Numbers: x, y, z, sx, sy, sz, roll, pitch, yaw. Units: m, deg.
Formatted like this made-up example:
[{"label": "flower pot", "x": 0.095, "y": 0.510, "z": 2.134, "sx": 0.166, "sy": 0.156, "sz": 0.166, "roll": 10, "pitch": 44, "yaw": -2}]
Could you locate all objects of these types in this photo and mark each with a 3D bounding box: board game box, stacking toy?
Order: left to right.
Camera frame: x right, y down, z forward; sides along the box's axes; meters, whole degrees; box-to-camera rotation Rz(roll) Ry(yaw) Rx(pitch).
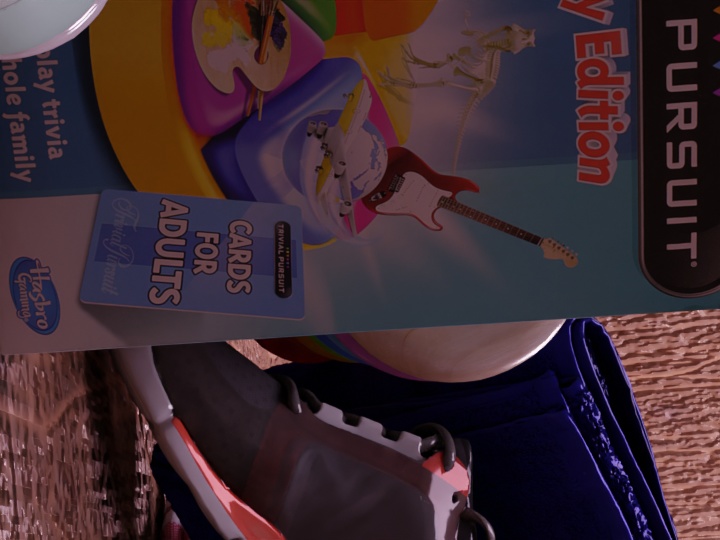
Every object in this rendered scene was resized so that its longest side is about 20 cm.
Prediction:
[{"label": "stacking toy", "x": 0.000, "y": 0.000, "z": 0.844, "sx": 0.200, "sy": 0.085, "sz": 0.086, "roll": 159, "pitch": -72, "yaw": -71}, {"label": "board game box", "x": 0.007, "y": -0.062, "z": 0.605, "sx": 0.047, "sy": 0.199, "sz": 0.152, "roll": -92, "pitch": 178, "yaw": -62}]

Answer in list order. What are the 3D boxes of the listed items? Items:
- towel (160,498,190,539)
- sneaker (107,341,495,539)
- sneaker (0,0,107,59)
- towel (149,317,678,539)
[{"label": "towel", "x": -0.060, "y": 0.180, "z": 1.006, "sx": 0.200, "sy": 0.030, "sz": 0.147, "roll": -92, "pitch": 177, "yaw": -64}, {"label": "sneaker", "x": -0.007, "y": 0.069, "z": 0.866, "sx": 0.200, "sy": 0.082, "sz": 0.077, "roll": 51, "pitch": -2, "yaw": -19}, {"label": "sneaker", "x": -0.059, "y": -0.140, "z": 0.437, "sx": 0.118, "sy": 0.073, "sz": 0.202, "roll": -172, "pitch": -99, "yaw": -84}, {"label": "towel", "x": 0.023, "y": 0.097, "z": 0.935, "sx": 0.050, "sy": 0.199, "sz": 0.148, "roll": -44, "pitch": 116, "yaw": -48}]
